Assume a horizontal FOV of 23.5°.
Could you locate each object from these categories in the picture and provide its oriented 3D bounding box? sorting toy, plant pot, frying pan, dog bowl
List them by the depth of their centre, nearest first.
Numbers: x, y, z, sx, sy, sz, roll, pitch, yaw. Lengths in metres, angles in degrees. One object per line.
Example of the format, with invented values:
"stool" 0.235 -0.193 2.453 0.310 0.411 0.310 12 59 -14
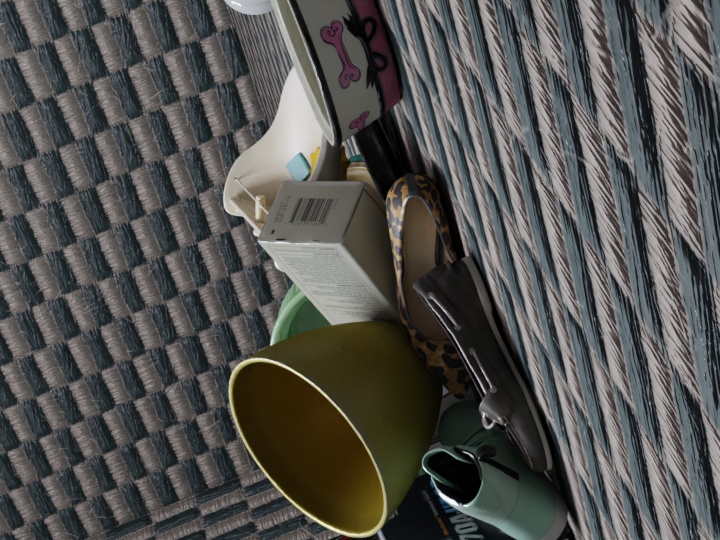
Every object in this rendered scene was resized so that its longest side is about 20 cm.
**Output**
"dog bowl" -0.027 -0.217 1.565 0.200 0.073 0.201 159 90 -86
"plant pot" -0.004 0.127 1.629 0.200 0.142 0.201 32 143 28
"frying pan" 0.031 -0.087 1.748 0.190 0.031 0.115 60 -170 -34
"sorting toy" -0.055 -0.113 1.753 0.200 0.106 0.181 -135 51 -62

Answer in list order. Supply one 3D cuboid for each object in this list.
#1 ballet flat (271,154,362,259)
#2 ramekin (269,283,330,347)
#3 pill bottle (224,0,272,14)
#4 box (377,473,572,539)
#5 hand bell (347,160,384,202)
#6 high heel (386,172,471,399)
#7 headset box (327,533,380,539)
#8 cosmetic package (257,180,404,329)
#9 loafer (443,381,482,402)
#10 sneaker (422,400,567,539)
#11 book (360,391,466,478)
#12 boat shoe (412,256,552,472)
"ballet flat" -0.029 -0.056 1.965 0.071 0.069 0.200 54 -136 -15
"ramekin" -0.010 0.081 2.063 0.098 0.199 0.201 -103 -7 -71
"pill bottle" -0.122 -0.355 1.837 0.200 0.112 0.113 83 165 -72
"box" 0.102 0.247 1.641 0.200 0.158 0.046 -120 12 -69
"hand bell" 0.022 -0.031 1.931 0.200 0.104 0.104 49 -165 -58
"high heel" 0.063 0.016 1.550 0.143 0.071 0.201 53 -156 -82
"headset box" 0.057 0.314 1.686 0.200 0.148 0.078 -118 8 -67
"cosmetic package" 0.000 0.000 1.660 0.200 0.103 0.073 50 -127 -46
"loafer" 0.094 0.136 1.793 0.201 0.070 0.068 75 171 -56
"sneaker" 0.097 0.160 1.546 0.118 0.074 0.200 28 -169 -33
"book" 0.075 0.210 1.781 0.048 0.133 0.200 66 -176 34
"boat shoe" 0.105 0.087 1.495 0.067 0.057 0.201 87 162 -77
